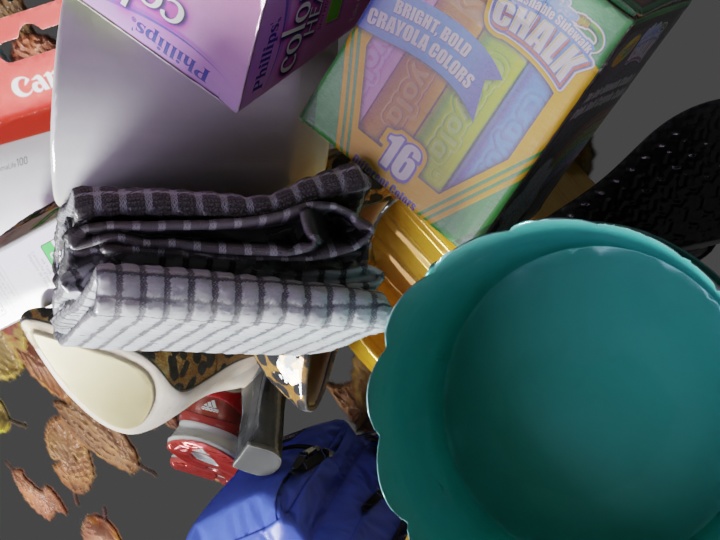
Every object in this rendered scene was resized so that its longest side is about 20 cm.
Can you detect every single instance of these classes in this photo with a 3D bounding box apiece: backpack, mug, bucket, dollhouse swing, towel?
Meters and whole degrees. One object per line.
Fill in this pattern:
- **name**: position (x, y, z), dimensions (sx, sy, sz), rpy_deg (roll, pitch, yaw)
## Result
- **backpack**: position (-0.014, 0.189, 1.200), dimensions (0.161, 0.200, 0.169), rpy_deg (-20, 103, 32)
- **mug**: position (-0.091, -0.114, 1.001), dimensions (0.151, 0.187, 0.151), rpy_deg (5, 118, -3)
- **bucket**: position (0.113, 0.073, 0.864), dimensions (0.205, 0.135, 0.210), rpy_deg (0, 92, 14)
- **dollhouse swing**: position (0.053, 0.046, 1.047), dimensions (0.182, 0.176, 0.200), rpy_deg (47, 141, 1)
- **towel**: position (-0.084, -0.004, 0.934), dimensions (0.200, 0.164, 0.087), rpy_deg (151, 120, -74)

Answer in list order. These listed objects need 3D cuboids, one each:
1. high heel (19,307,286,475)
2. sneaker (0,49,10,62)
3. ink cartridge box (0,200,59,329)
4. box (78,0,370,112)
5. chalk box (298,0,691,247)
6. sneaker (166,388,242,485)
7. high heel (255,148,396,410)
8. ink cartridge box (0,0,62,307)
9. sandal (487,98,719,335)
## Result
- **high heel**: position (-0.130, 0.040, 1.137), dimensions (0.199, 0.143, 0.071), rpy_deg (30, 128, -24)
- **sneaker**: position (-0.320, -0.161, 1.286), dimensions (0.076, 0.081, 0.201), rpy_deg (-6, 118, 42)
- **ink cartridge box**: position (-0.151, -0.037, 1.093), dimensions (0.199, 0.109, 0.051), rpy_deg (-26, 103, 26)
- **box**: position (-0.065, -0.209, 0.931), dimensions (0.175, 0.200, 0.097), rpy_deg (36, 138, 14)
- **chalk box**: position (0.083, -0.131, 0.898), dimensions (0.123, 0.124, 0.201), rpy_deg (39, 114, 11)
- **sneaker**: position (-0.096, 0.100, 1.312), dimensions (0.078, 0.117, 0.200), rpy_deg (18, 167, -2)
- **high heel**: position (0.000, 0.000, 1.070), dimensions (0.199, 0.071, 0.144), rpy_deg (-23, 80, 44)
- **ink cartridge box**: position (-0.199, -0.076, 1.179), dimensions (0.161, 0.057, 0.201), rpy_deg (-12, 117, 26)
- **sandal**: position (0.160, -0.029, 0.947), dimensions (0.199, 0.045, 0.076), rpy_deg (-30, 71, 16)
